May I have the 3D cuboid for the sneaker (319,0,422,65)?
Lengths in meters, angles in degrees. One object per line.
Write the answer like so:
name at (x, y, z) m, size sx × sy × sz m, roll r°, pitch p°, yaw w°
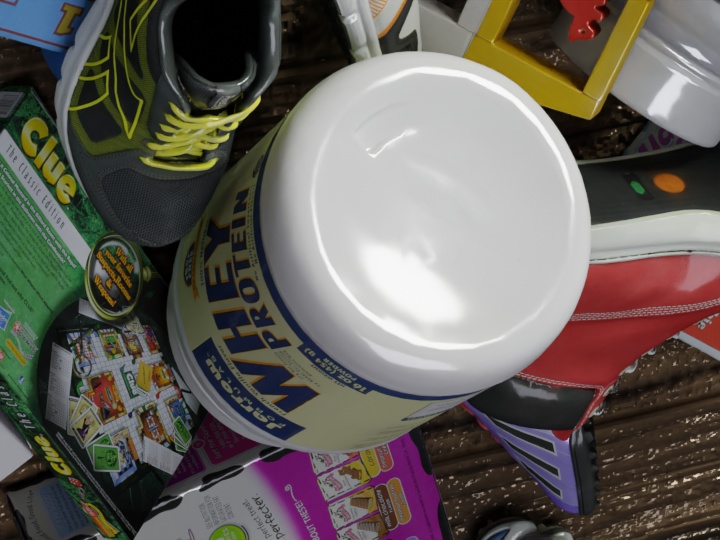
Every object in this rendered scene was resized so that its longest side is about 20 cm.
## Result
sneaker at (0.010, -0.152, 1.100) m, size 0.080 × 0.074 × 0.200 m, roll -24°, pitch 146°, yaw -5°

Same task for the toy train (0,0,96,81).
toy train at (-0.129, -0.140, 1.093) m, size 0.199 × 0.087 × 0.114 m, roll 13°, pitch 121°, yaw -31°

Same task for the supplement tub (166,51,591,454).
supplement tub at (0.000, 0.000, 1.153) m, size 0.144 × 0.146 × 0.200 m, roll -6°, pitch 168°, yaw -22°

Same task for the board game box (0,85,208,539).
board game box at (-0.133, 0.023, 1.201) m, size 0.105 × 0.023 × 0.200 m, roll -58°, pitch 135°, yaw -29°

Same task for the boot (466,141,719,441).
boot at (0.147, 0.016, 1.256) m, size 0.199 × 0.073 × 0.145 m, roll -4°, pitch 130°, yaw -19°

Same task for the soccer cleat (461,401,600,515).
soccer cleat at (0.072, 0.051, 1.333) m, size 0.073 × 0.068 × 0.200 m, roll -16°, pitch 130°, yaw 9°

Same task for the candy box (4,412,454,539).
candy box at (-0.060, 0.132, 1.318) m, size 0.199 × 0.061 × 0.137 m, roll -24°, pitch 129°, yaw -10°

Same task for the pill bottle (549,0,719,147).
pill bottle at (0.182, -0.163, 1.203) m, size 0.114 × 0.114 × 0.200 m, roll 24°, pitch 109°, yaw -35°

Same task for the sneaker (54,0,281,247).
sneaker at (-0.075, -0.078, 1.057) m, size 0.074 × 0.085 × 0.201 m, roll -8°, pitch 135°, yaw -19°

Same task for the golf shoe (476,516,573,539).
golf shoe at (0.067, 0.233, 1.423) m, size 0.078 × 0.097 × 0.201 m, roll 6°, pitch 120°, yaw -30°

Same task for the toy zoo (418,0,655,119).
toy zoo at (0.077, -0.157, 1.164) m, size 0.131 × 0.020 × 0.201 m, roll 29°, pitch 112°, yaw 10°

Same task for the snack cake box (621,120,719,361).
snack cake box at (0.210, -0.055, 1.317) m, size 0.115 × 0.067 × 0.200 m, roll 26°, pitch 108°, yaw -37°

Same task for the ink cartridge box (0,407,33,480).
ink cartridge box at (-0.231, 0.068, 1.190) m, size 0.115 × 0.068 × 0.200 m, roll -38°, pitch 129°, yaw 3°
